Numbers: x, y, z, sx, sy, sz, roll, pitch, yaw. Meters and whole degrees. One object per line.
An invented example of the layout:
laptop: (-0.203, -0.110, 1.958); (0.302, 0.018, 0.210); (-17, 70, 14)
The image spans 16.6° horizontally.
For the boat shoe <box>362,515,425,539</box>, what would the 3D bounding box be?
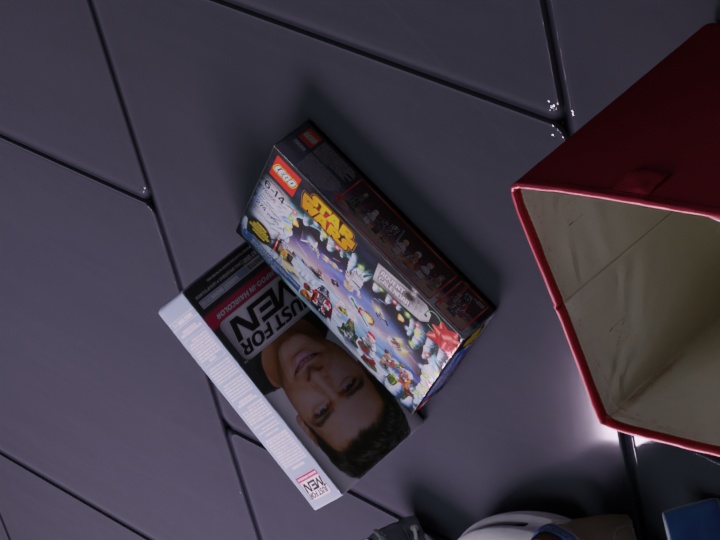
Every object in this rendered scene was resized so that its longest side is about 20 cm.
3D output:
boat shoe: (0.076, 0.282, 1.992); (0.200, 0.062, 0.073); (49, 164, 23)

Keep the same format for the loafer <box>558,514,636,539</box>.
loafer: (0.207, 0.263, 1.785); (0.200, 0.068, 0.076); (62, 172, -4)

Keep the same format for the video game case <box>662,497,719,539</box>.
video game case: (0.257, 0.287, 1.671); (0.200, 0.045, 0.182); (-97, -10, -56)

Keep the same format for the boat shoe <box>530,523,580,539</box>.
boat shoe: (0.123, 0.277, 1.756); (0.072, 0.072, 0.201); (24, 121, 39)

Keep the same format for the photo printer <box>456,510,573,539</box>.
photo printer: (0.153, 0.273, 1.893); (0.200, 0.069, 0.166); (54, 151, -6)

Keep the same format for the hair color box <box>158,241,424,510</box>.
hair color box: (-0.054, 0.076, 1.927); (0.200, 0.099, 0.061); (52, 150, -2)

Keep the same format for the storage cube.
storage cube: (0.222, -0.017, 1.355); (0.200, 0.180, 0.171); (12, 133, 49)

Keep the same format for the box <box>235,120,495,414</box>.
box: (0.000, 0.000, 1.826); (0.200, 0.040, 0.137); (45, 150, 10)
